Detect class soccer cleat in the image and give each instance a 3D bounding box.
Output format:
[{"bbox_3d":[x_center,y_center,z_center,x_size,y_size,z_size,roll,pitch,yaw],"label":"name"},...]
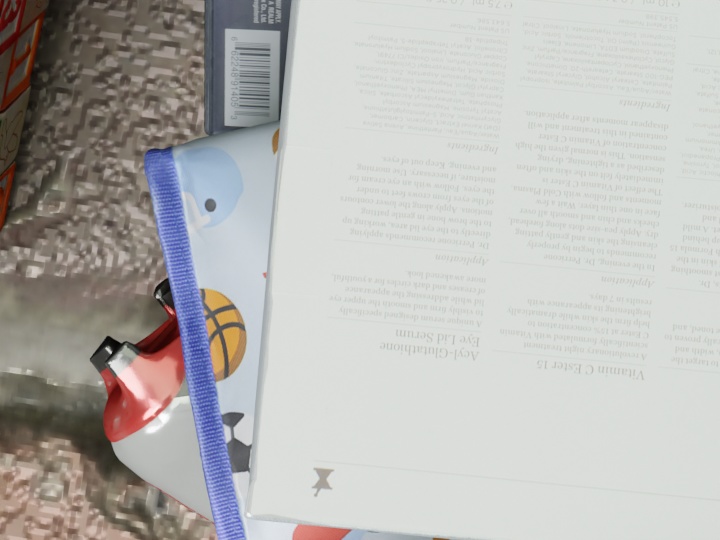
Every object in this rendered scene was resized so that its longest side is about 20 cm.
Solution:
[{"bbox_3d":[0.000,0.000,0.856,0.200,0.069,0.085,-45,103,-6],"label":"soccer cleat"}]

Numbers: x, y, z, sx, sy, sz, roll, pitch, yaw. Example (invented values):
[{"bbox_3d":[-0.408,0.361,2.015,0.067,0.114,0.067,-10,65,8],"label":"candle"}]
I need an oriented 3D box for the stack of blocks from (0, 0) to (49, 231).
[{"bbox_3d":[-0.139,-0.085,0.804,0.058,0.115,0.201,19,118,6],"label":"stack of blocks"}]

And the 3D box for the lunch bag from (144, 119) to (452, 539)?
[{"bbox_3d":[0.042,0.048,0.759,0.169,0.124,0.202,-13,87,10],"label":"lunch bag"}]

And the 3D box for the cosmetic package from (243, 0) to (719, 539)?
[{"bbox_3d":[0.075,-0.003,0.670,0.198,0.052,0.152,6,88,0],"label":"cosmetic package"}]

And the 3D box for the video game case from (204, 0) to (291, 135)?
[{"bbox_3d":[0.052,-0.101,0.779,0.198,0.019,0.144,2,121,0],"label":"video game case"}]
